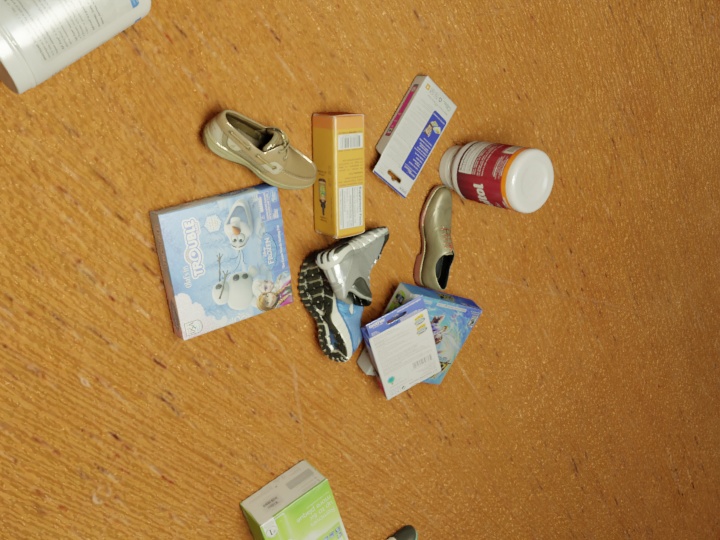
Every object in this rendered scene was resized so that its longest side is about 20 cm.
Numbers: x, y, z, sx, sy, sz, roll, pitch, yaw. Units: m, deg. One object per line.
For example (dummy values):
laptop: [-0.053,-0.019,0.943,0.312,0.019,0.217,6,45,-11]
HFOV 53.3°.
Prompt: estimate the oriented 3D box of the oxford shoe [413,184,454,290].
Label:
oxford shoe: [0.156,-0.059,1.355,0.070,0.075,0.201,-5,106,-35]

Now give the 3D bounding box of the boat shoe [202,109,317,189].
boat shoe: [-0.140,-0.182,1.094,0.199,0.064,0.072,19,54,-37]

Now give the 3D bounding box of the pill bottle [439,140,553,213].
pill bottle: [0.240,-0.175,1.304,0.113,0.200,0.114,-11,110,-33]

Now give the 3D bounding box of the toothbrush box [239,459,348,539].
toothbrush box: [-0.113,0.475,1.309,0.145,0.086,0.201,-28,120,-27]

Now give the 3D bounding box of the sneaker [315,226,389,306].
sneaker: [0.000,0.000,1.218,0.200,0.075,0.116,-30,103,-54]

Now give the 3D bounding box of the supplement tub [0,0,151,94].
supplement tub: [-0.368,-0.320,0.862,0.200,0.132,0.132,-41,123,-20]

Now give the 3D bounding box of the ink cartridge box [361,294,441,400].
ink cartridge box: [0.073,0.133,1.290,0.119,0.042,0.201,-27,132,-12]

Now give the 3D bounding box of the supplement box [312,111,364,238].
supplement box: [-0.036,-0.159,1.193,0.069,0.066,0.201,-11,110,-37]

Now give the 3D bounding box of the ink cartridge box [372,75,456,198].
ink cartridge box: [0.091,-0.238,1.282,0.095,0.037,0.201,35,79,-38]

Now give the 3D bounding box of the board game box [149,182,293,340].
board game box: [-0.210,-0.017,1.121,0.198,0.043,0.201,-19,113,-30]

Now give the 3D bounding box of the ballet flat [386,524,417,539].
ballet flat: [0.046,0.613,1.480,0.068,0.068,0.201,32,83,-29]

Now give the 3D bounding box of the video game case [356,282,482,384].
video game case: [0.116,0.126,1.369,0.199,0.045,0.182,14,113,-38]

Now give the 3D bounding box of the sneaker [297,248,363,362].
sneaker: [-0.045,0.055,1.253,0.089,0.078,0.201,-37,118,-50]
